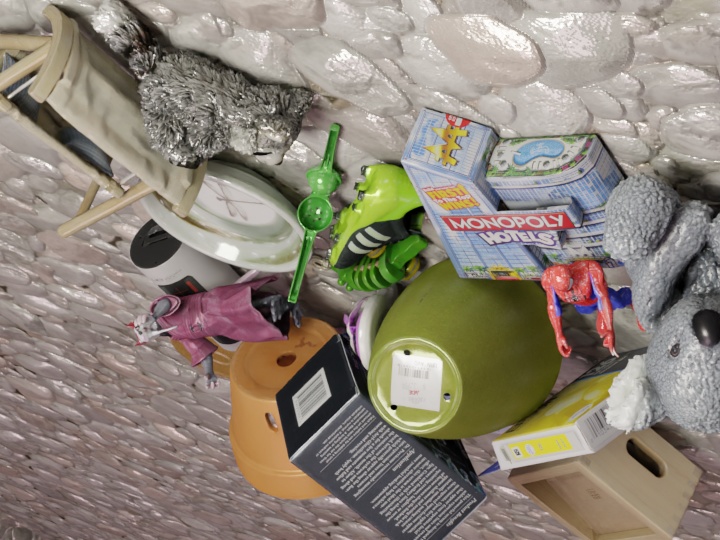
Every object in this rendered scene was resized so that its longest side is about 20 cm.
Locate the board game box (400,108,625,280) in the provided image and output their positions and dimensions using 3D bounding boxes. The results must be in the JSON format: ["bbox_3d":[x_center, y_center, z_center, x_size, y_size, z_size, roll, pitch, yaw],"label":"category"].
[{"bbox_3d":[0.135,-0.066,1.232,0.200,0.062,0.200,1,150,38],"label":"board game box"}]

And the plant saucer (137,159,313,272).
[{"bbox_3d":[-0.138,-0.069,1.463,0.200,0.050,0.200,18,156,8],"label":"plant saucer"}]

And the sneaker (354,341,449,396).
[{"bbox_3d":[0.081,0.105,1.564,0.200,0.074,0.085,1,111,33],"label":"sneaker"}]

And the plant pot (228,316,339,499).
[{"bbox_3d":[-0.072,0.150,1.622,0.200,0.200,0.140,8,137,27],"label":"plant pot"}]

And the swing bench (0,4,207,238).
[{"bbox_3d":[-0.276,-0.144,1.331,0.200,0.130,0.199,-9,142,39],"label":"swing bench"}]

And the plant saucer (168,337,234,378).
[{"bbox_3d":[-0.189,0.107,1.889,0.200,0.035,0.200,18,155,8],"label":"plant saucer"}]

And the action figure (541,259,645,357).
[{"bbox_3d":[0.217,0.049,1.264,0.065,0.099,0.200,-11,159,25],"label":"action figure"}]

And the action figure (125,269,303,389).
[{"bbox_3d":[-0.178,0.044,1.565,0.200,0.149,0.134,-8,136,17],"label":"action figure"}]

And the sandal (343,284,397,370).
[{"bbox_3d":[0.007,0.061,1.480,0.050,0.083,0.203,0,-173,10],"label":"sandal"}]

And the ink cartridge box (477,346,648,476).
[{"bbox_3d":[0.236,0.142,1.443,0.200,0.198,0.047,-21,99,56],"label":"ink cartridge box"}]

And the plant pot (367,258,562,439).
[{"bbox_3d":[0.084,0.090,1.347,0.187,0.187,0.200,12,-168,20],"label":"plant pot"}]

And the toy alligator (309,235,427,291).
[{"bbox_3d":[0.000,0.000,1.488,0.059,0.054,0.200,36,152,-28],"label":"toy alligator"}]

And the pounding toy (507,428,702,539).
[{"bbox_3d":[0.316,0.251,1.695,0.200,0.142,0.184,39,152,-12],"label":"pounding toy"}]

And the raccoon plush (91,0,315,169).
[{"bbox_3d":[-0.138,-0.165,1.223,0.134,0.097,0.200,-10,141,37],"label":"raccoon plush"}]

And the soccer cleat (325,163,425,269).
[{"bbox_3d":[0.017,-0.045,1.374,0.081,0.068,0.200,13,157,-11],"label":"soccer cleat"}]

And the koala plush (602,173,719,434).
[{"bbox_3d":[0.289,0.047,1.142,0.177,0.200,0.184,1,155,8],"label":"koala plush"}]

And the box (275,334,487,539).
[{"bbox_3d":[0.020,0.190,1.481,0.200,0.107,0.148,41,-170,-23],"label":"box"}]

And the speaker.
[{"bbox_3d":[-0.192,0.015,1.647,0.081,0.081,0.200,4,150,33],"label":"speaker"}]

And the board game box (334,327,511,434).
[{"bbox_3d":[0.082,0.140,1.730,0.199,0.041,0.200,1,148,38],"label":"board game box"}]

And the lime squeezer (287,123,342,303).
[{"bbox_3d":[-0.046,-0.070,1.360,0.038,0.071,0.200,24,121,13],"label":"lime squeezer"}]
